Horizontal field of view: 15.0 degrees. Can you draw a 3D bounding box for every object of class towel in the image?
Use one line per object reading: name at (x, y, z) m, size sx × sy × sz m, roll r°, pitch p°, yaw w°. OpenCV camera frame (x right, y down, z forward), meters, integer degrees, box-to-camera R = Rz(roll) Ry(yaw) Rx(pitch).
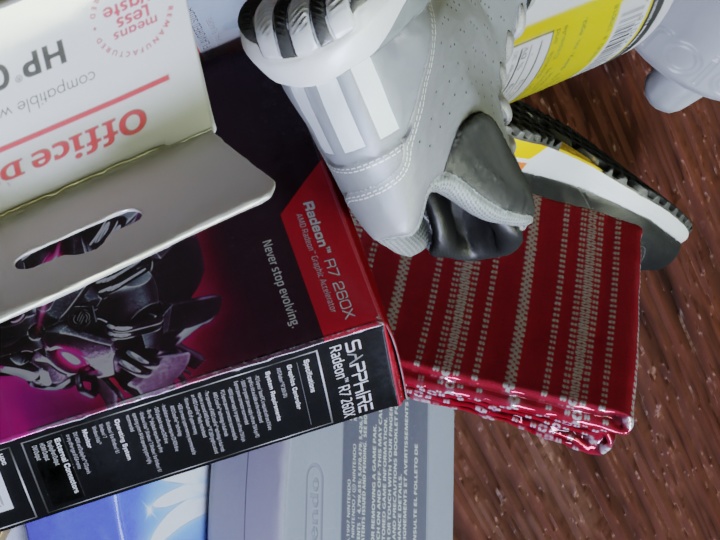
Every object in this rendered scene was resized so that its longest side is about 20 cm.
towel at (0.000, 0.000, 0.960) m, size 0.145 × 0.199 × 0.023 m, roll -77°, pitch -179°, yaw -59°

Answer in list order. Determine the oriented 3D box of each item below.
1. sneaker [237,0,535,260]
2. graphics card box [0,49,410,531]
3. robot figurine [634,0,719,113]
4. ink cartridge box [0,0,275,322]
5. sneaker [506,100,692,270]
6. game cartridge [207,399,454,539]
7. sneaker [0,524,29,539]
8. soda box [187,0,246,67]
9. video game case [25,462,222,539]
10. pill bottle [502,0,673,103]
sneaker at (0.028, -0.064, 0.894) m, size 0.116 × 0.075 × 0.200 m, roll 67°, pitch 30°, yaw -15°
graphics card box at (-0.098, 0.012, 0.860) m, size 0.199 × 0.126 × 0.051 m, roll -17°, pitch 144°, yaw -3°
robot figurine at (0.176, -0.148, 1.156) m, size 0.113 × 0.170 × 0.200 m, roll -35°, pitch 170°, yaw -39°
ink cartridge box at (-0.121, -0.068, 0.784) m, size 0.115 × 0.200 × 0.068 m, roll -25°, pitch 128°, yaw -20°
sneaker at (0.063, -0.021, 1.173) m, size 0.200 × 0.070 × 0.090 m, roll 21°, pitch 105°, yaw -52°
game cartridge at (-0.009, 0.101, 1.011) m, size 0.133 × 0.041 × 0.202 m, roll 16°, pitch 72°, yaw -55°
sneaker at (-0.143, 0.153, 0.992) m, size 0.201 × 0.070 × 0.109 m, roll -60°, pitch 141°, yaw -14°
soda box at (-0.068, -0.109, 0.873) m, size 0.063 × 0.069 × 0.200 m, roll -18°, pitch 156°, yaw -18°
video game case at (-0.051, 0.095, 1.017) m, size 0.181 × 0.045 × 0.201 m, roll -28°, pitch 111°, yaw -57°
pill bottle at (0.025, -0.110, 1.030) m, size 0.200 × 0.111 × 0.112 m, roll -25°, pitch 126°, yaw -46°
